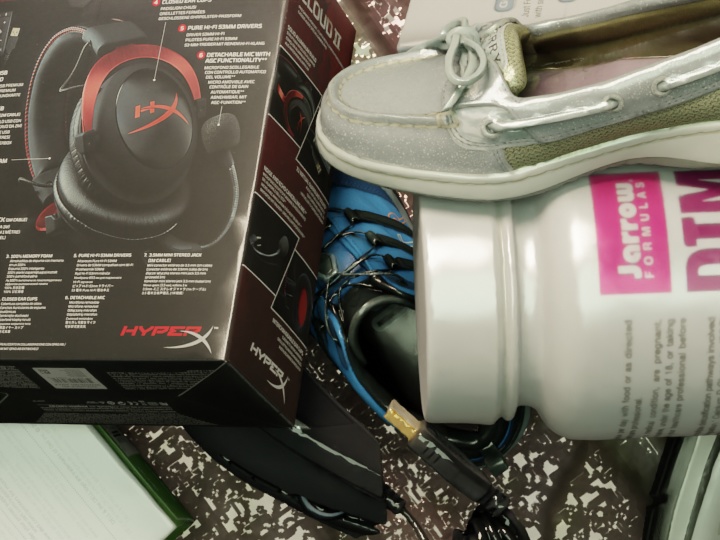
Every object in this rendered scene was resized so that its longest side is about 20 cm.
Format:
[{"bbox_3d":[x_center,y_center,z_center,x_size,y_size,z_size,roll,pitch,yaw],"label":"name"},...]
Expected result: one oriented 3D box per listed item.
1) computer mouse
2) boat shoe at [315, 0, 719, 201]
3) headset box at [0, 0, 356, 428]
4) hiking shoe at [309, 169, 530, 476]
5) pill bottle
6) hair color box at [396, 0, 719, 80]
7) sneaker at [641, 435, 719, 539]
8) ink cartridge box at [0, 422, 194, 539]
[{"bbox_3d":[-0.018,0.072,0.893,0.200,0.140,0.046,46,67,3],"label":"computer mouse"},{"bbox_3d":[0.080,-0.072,0.795,0.201,0.075,0.065,-3,125,13],"label":"boat shoe"},{"bbox_3d":[-0.090,-0.043,0.884,0.148,0.075,0.201,-1,66,21],"label":"headset box"},{"bbox_3d":[0.000,0.000,0.923,0.200,0.087,0.074,45,90,3],"label":"hiking shoe"},{"bbox_3d":[0.121,0.007,0.837,0.199,0.113,0.114,-3,88,-1],"label":"pill bottle"},{"bbox_3d":[0.123,-0.107,0.869,0.199,0.061,0.099,-1,48,17],"label":"hair color box"},{"bbox_3d":[0.194,0.064,0.919,0.115,0.076,0.202,21,86,4],"label":"sneaker"},{"bbox_3d":[-0.181,0.133,0.938,0.200,0.059,0.104,-41,86,0],"label":"ink cartridge box"}]
